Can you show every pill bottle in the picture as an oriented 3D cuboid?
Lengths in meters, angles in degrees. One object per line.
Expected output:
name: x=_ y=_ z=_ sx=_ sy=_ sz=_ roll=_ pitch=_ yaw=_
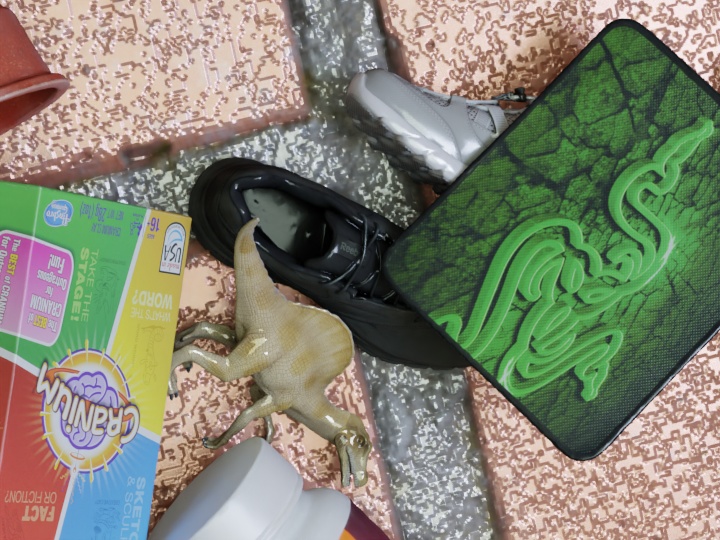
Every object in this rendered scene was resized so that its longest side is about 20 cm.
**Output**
pill bottle: x=-0.018 y=0.192 z=1.639 sx=0.200 sy=0.114 sz=0.114 roll=44 pitch=89 yaw=-13

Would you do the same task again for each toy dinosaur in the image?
toy dinosaur: x=-0.056 y=0.040 z=1.639 sx=0.101 sy=0.058 sz=0.200 roll=-17 pitch=127 yaw=12

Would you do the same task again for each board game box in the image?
board game box: x=-0.156 y=0.061 z=1.553 sx=0.040 sy=0.153 sz=0.201 roll=7 pitch=89 yaw=28

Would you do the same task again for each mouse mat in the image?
mouse mat: x=0.130 y=-0.018 z=1.596 sx=0.161 sy=0.008 sz=0.200 roll=43 pitch=86 yaw=12

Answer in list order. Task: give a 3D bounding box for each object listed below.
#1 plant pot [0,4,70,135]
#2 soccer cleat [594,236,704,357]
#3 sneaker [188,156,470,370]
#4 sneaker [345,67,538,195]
plant pot: x=-0.283 y=-0.141 z=1.553 sx=0.200 sy=0.201 sz=0.196 roll=-26 pitch=90 yaw=-4
soccer cleat: x=0.180 y=-0.030 z=1.643 sx=0.073 sy=0.068 sz=0.200 roll=47 pitch=68 yaw=-5
sneaker: x=0.000 y=0.000 z=1.642 sx=0.199 sy=0.091 sz=0.076 roll=23 pitch=84 yaw=-10
sneaker: x=0.084 y=-0.072 z=1.663 sx=0.199 sy=0.075 sz=0.082 roll=25 pitch=86 yaw=-20
